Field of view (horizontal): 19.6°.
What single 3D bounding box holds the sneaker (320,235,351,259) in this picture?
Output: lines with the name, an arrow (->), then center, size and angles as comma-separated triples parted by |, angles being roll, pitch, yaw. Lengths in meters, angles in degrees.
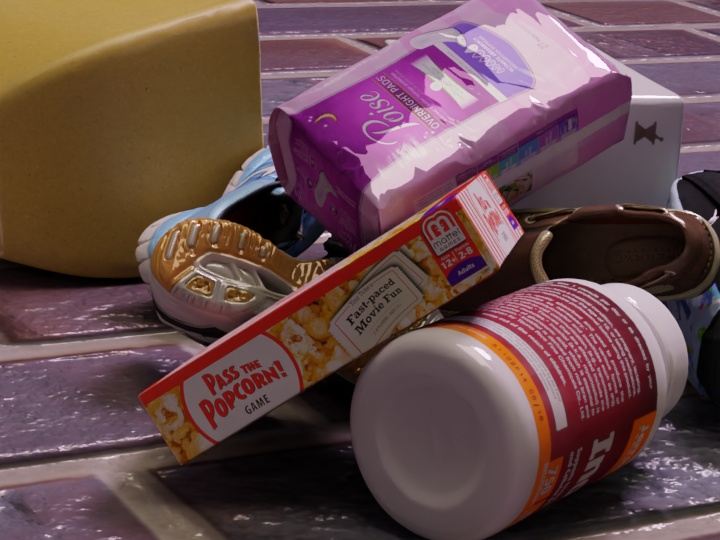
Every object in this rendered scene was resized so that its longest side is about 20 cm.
sneaker -> 0.000, 0.000, 1.385 | 0.087, 0.074, 0.200 | 6, 21, -17

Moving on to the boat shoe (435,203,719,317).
boat shoe -> 0.110, -0.008, 1.245 | 0.201, 0.075, 0.075 | -11, -10, 18

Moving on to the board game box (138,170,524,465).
board game box -> -0.011, 0.023, 1.134 | 0.200, 0.046, 0.151 | -32, 1, 11

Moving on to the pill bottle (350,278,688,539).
pill bottle -> 0.094, 0.067, 1.125 | 0.113, 0.114, 0.200 | 16, 21, 34

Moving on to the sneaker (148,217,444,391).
sneaker -> -0.035, 0.032, 1.274 | 0.199, 0.088, 0.076 | 25, 62, 1

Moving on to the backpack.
backpack -> 0.260, 0.011, 1.328 | 0.162, 0.154, 0.200 | -4, 46, -14

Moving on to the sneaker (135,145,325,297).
sneaker -> -0.056, -0.034, 1.413 | 0.090, 0.079, 0.200 | -13, 19, 46

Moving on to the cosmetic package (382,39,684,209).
cosmetic package -> 0.111, -0.065, 1.473 | 0.164, 0.166, 0.200 | -1, 17, -14

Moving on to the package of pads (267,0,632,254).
package of pads -> 0.054, -0.090, 1.277 | 0.200, 0.076, 0.120 | -30, 51, -21

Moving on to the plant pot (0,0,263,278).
plant pot -> -0.205, -0.100, 1.483 | 0.199, 0.195, 0.195 | -17, 26, -34
